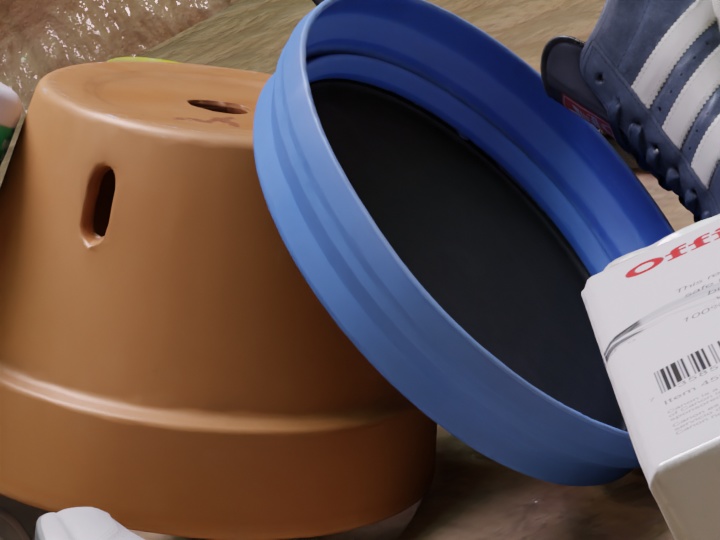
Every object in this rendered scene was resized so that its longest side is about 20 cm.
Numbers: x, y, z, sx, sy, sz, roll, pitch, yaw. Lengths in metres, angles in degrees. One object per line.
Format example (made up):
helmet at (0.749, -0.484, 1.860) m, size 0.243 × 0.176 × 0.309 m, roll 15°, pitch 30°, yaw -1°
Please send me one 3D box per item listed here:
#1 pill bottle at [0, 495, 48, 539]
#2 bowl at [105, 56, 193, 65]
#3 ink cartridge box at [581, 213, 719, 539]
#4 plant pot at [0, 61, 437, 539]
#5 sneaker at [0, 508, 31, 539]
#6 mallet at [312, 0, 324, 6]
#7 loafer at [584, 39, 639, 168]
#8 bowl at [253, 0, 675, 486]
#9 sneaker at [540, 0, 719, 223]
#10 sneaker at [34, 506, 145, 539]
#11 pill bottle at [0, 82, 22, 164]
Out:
pill bottle at (-0.173, 0.095, 1.098) m, size 0.113 × 0.113 × 0.200 m, roll -29°, pitch 12°, yaw -14°
bowl at (-0.053, -0.020, 1.280) m, size 0.200 × 0.200 × 0.108 m, roll 1°, pitch 70°, yaw 65°
ink cartridge box at (0.152, 0.032, 0.739) m, size 0.147 × 0.083 × 0.200 m, roll -25°, pitch 12°, yaw 6°
plant pot at (-0.061, 0.002, 0.984) m, size 0.200 × 0.140 × 0.200 m, roll 8°, pitch 14°, yaw -2°
sneaker at (-0.216, 0.148, 0.963) m, size 0.200 × 0.075 × 0.082 m, roll -36°, pitch -11°, yaw 19°
mallet at (0.044, -0.043, 1.042) m, size 0.066 × 0.200 × 0.041 m, roll -23°, pitch -11°, yaw -8°
loafer at (0.156, -0.087, 1.285) m, size 0.200 × 0.072 × 0.063 m, roll -10°, pitch 26°, yaw 47°
bowl at (0.044, -0.011, 0.900) m, size 0.039 × 0.201 × 0.201 m, roll -43°, pitch 3°, yaw 28°
sneaker at (0.114, -0.053, 0.941) m, size 0.084 × 0.200 × 0.075 m, roll -14°, pitch -19°, yaw 5°
sneaker at (-0.045, 0.126, 0.784) m, size 0.080 × 0.071 × 0.200 m, roll -16°, pitch 26°, yaw -20°
pill bottle at (-0.214, 0.005, 0.958) m, size 0.113 × 0.113 × 0.200 m, roll -140°, pitch 73°, yaw -77°
